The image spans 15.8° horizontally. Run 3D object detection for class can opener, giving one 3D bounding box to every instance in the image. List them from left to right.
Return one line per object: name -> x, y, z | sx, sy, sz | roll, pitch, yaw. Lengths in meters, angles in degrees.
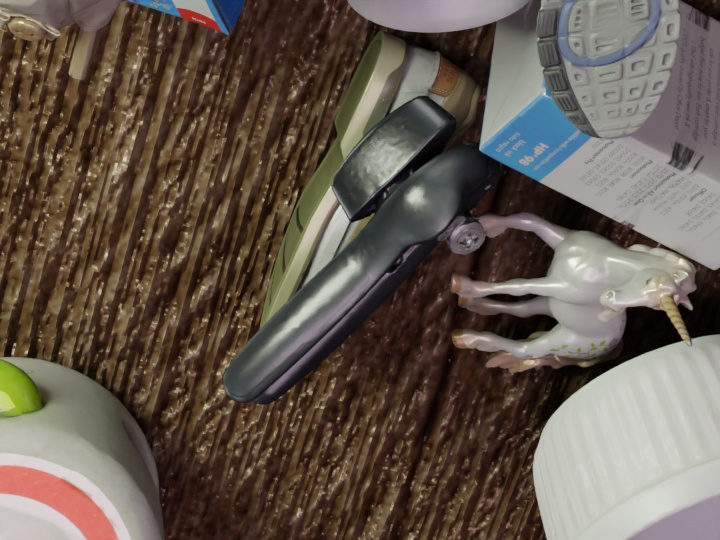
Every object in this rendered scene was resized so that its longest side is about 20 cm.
can opener -> 0.000, 0.000, 1.418 | 0.200, 0.079, 0.063 | -51, 151, 17

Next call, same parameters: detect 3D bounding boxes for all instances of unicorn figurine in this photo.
unicorn figurine -> 0.120, 0.013, 1.466 | 0.136, 0.200, 0.074 | 7, 81, 7

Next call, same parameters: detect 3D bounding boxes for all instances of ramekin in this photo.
ramekin -> 0.195, 0.122, 1.523 | 0.199, 0.106, 0.200 | -16, 152, -9

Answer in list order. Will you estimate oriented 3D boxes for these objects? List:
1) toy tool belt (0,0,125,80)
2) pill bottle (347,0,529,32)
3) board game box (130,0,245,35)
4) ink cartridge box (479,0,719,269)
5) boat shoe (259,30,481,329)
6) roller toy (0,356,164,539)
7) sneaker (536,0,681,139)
toy tool belt -> -0.143, -0.209, 1.317 | 0.124, 0.201, 0.123 | 3, 164, 11
pill bottle -> 0.036, -0.232, 1.325 | 0.110, 0.111, 0.201 | -7, 121, -2
board game box -> -0.117, -0.237, 1.226 | 0.195, 0.056, 0.201 | 18, 77, 14
ink cartridge box -> 0.169, -0.081, 1.419 | 0.199, 0.116, 0.067 | 26, 140, -20
boat shoe -> 0.003, -0.033, 1.463 | 0.068, 0.075, 0.201 | 21, 116, -11
roller toy -> -0.207, 0.151, 1.513 | 0.182, 0.140, 0.200 | 32, 104, -16
sneaker -> 0.125, -0.168, 1.315 | 0.074, 0.087, 0.201 | -2, 102, 11
